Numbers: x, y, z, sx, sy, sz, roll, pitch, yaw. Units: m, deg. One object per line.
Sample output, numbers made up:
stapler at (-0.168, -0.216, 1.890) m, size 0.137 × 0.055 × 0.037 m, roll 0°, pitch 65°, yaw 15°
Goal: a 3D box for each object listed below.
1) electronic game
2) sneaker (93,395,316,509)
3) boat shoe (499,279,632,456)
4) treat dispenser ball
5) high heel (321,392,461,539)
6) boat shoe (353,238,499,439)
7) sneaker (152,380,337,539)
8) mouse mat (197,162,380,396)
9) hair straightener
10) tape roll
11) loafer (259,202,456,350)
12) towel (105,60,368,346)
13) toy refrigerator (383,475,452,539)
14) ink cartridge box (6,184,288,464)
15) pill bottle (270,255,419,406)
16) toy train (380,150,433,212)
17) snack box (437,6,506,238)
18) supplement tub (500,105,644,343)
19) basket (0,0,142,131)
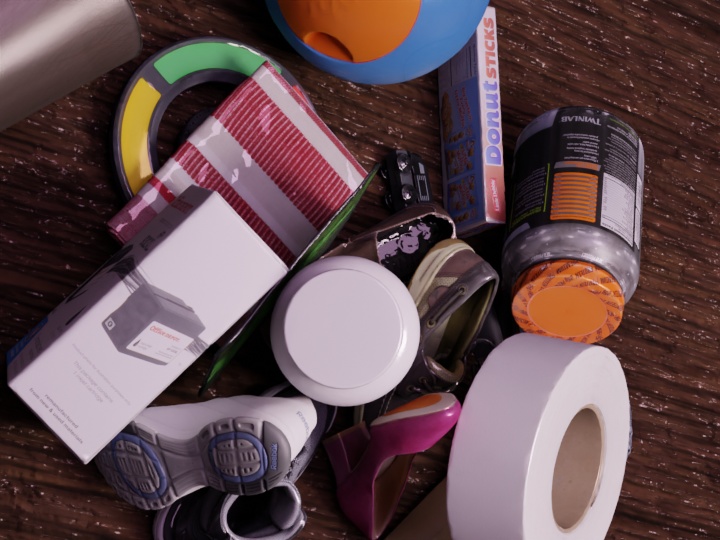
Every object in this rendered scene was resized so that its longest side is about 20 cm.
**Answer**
electronic game at (-0.115, -0.098, 1.316) m, size 0.199 × 0.042 × 0.201 m, roll 7°, pitch 77°, yaw -29°
sneaker at (-0.119, 0.132, 1.193) m, size 0.087 × 0.199 × 0.075 m, roll -32°, pitch 114°, yaw -55°
boat shoe at (0.192, 0.084, 1.432) m, size 0.071 × 0.091 × 0.201 m, roll -13°, pitch 87°, yaw -32°
treat dispenser ball at (0.014, -0.259, 1.331) m, size 0.200 × 0.201 × 0.202 m, roll 6°, pitch 77°, yaw -29°
high heel at (0.035, 0.160, 1.261) m, size 0.067 × 0.200 × 0.096 m, roll -21°, pitch 85°, yaw -37°
boat shoe at (0.056, 0.074, 1.318) m, size 0.072 × 0.066 × 0.201 m, roll 10°, pitch 109°, yaw -43°
sneaker at (-0.068, 0.160, 1.248) m, size 0.200 × 0.114 × 0.076 m, roll -45°, pitch 111°, yaw -28°
mouse mat at (-0.057, 0.010, 1.224) m, size 0.008 × 0.161 × 0.200 m, roll 40°, pitch 71°, yaw 2°
hair straightener at (0.106, 0.088, 1.373) m, size 0.077 × 0.041 × 0.201 m, roll 22°, pitch 51°, yaw -32°
tape roll at (0.147, 0.154, 1.272) m, size 0.202 × 0.071 × 0.203 m, roll -23°, pitch 118°, yaw -55°
loafer at (0.000, 0.000, 1.330) m, size 0.200 × 0.071 × 0.073 m, roll -37°, pitch 93°, yaw -16°
towel at (-0.096, -0.054, 1.289) m, size 0.144 × 0.023 × 0.200 m, roll 48°, pitch 67°, yaw -19°
toy refrigerator at (0.104, 0.214, 1.370) m, size 0.200 × 0.070 × 0.076 m, roll -42°, pitch 109°, yaw -29°
ink cartridge box at (-0.162, 0.033, 1.165) m, size 0.200 × 0.145 × 0.084 m, roll -43°, pitch 102°, yaw -6°
pill bottle at (-0.012, 0.046, 1.196) m, size 0.112 × 0.200 × 0.113 m, roll 0°, pitch 86°, yaw 1°
toy train at (0.055, -0.009, 1.406) m, size 0.046 × 0.034 × 0.201 m, roll -3°, pitch 81°, yaw -42°
snack box at (0.099, -0.134, 1.431) m, size 0.024 × 0.072 × 0.201 m, roll 3°, pitch 79°, yaw -29°
supplement tub at (0.190, -0.039, 1.406) m, size 0.122 × 0.122 × 0.200 m, roll 31°, pitch 47°, yaw -22°
basket at (-0.294, -0.171, 1.177) m, size 0.180 × 0.136 × 0.200 m, roll 48°, pitch 65°, yaw -9°
